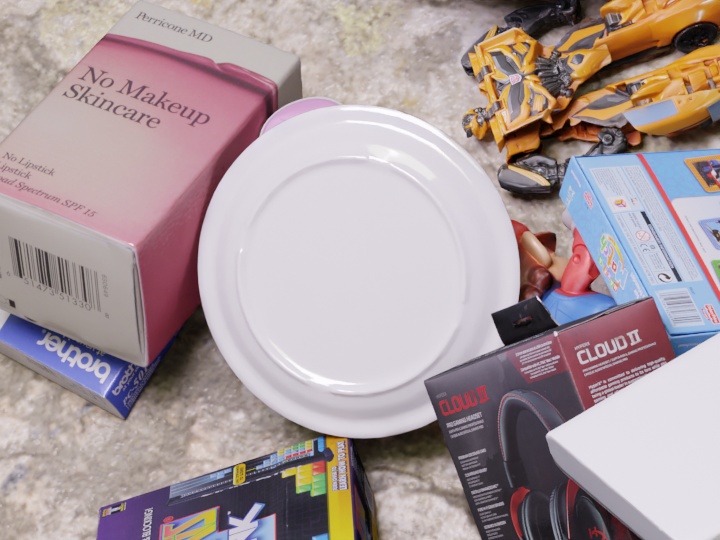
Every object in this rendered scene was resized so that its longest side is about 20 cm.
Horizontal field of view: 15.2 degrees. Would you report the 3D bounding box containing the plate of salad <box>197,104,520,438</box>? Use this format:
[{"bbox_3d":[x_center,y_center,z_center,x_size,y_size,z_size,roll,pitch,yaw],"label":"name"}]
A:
[{"bbox_3d":[0.000,0.000,1.620,0.200,0.048,0.201,2,98,15],"label":"plate of salad"}]

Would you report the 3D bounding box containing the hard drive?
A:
[{"bbox_3d":[0.214,0.073,1.396,0.200,0.026,0.132,-29,35,-16],"label":"hard drive"}]

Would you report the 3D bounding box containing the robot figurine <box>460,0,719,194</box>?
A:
[{"bbox_3d":[0.157,-0.129,1.712,0.200,0.058,0.145,-19,60,5],"label":"robot figurine"}]

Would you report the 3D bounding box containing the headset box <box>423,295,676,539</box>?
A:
[{"bbox_3d":[0.124,0.111,1.513,0.075,0.149,0.200,-19,88,-31],"label":"headset box"}]

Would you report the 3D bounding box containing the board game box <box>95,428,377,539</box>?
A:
[{"bbox_3d":[-0.073,0.180,1.566,0.165,0.057,0.200,-17,22,4],"label":"board game box"}]

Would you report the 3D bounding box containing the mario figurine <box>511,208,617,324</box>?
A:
[{"bbox_3d":[0.142,0.031,1.624,0.123,0.106,0.200,-43,48,-8],"label":"mario figurine"}]

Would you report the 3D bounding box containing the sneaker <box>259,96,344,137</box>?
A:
[{"bbox_3d":[-0.007,-0.007,1.691,0.080,0.088,0.201,-12,85,9],"label":"sneaker"}]

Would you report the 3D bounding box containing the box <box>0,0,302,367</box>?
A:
[{"bbox_3d":[-0.137,-0.057,1.688,0.128,0.109,0.200,20,49,20],"label":"box"}]

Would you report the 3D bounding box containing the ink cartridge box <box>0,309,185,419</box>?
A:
[{"bbox_3d":[-0.212,0.009,1.751,0.200,0.044,0.094,26,75,23],"label":"ink cartridge box"}]

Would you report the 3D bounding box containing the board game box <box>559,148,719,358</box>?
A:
[{"bbox_3d":[0.236,-0.011,1.581,0.200,0.037,0.151,-5,46,-21],"label":"board game box"}]
